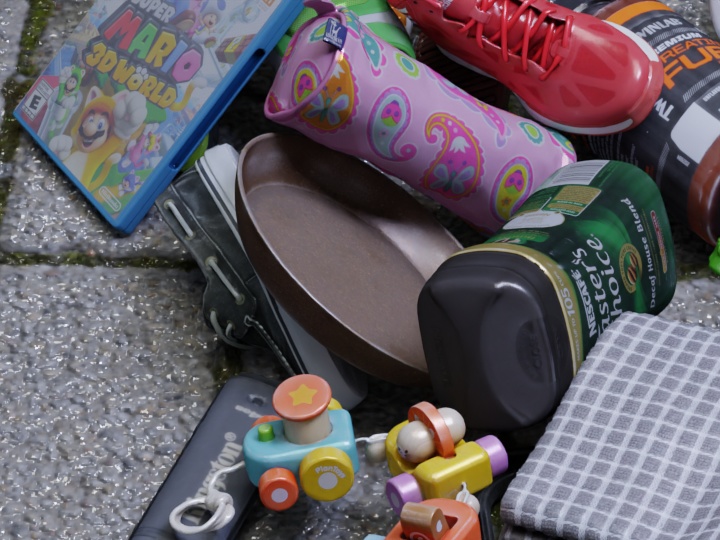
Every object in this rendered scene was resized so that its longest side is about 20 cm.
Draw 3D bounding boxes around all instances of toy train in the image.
[{"bbox_3d":[-0.004,0.113,1.541,0.199,0.056,0.150,12,35,32],"label":"toy train"}]

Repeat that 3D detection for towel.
[{"bbox_3d":[0.182,0.110,1.552,0.165,0.086,0.200,13,41,23],"label":"towel"}]

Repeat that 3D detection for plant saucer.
[{"bbox_3d":[0.000,0.000,1.692,0.200,0.035,0.201,31,28,-19],"label":"plant saucer"}]

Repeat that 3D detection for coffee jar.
[{"bbox_3d":[0.109,0.014,1.649,0.085,0.105,0.200,-2,21,31],"label":"coffee jar"}]

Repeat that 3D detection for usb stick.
[{"bbox_3d":[-0.090,0.133,1.612,0.055,0.033,0.200,15,44,15],"label":"usb stick"}]

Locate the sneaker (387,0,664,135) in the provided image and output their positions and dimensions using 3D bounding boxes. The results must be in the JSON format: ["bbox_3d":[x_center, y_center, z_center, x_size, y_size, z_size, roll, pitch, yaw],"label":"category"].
[{"bbox_3d":[0.087,-0.147,1.768,0.199,0.115,0.079,23,90,41],"label":"sneaker"}]

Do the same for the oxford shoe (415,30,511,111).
[{"bbox_3d":[0.081,-0.158,1.908,0.070,0.075,0.201,-12,59,23],"label":"oxford shoe"}]

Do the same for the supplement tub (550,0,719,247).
[{"bbox_3d":[0.194,-0.105,1.815,0.107,0.107,0.200,-27,48,-26],"label":"supplement tub"}]

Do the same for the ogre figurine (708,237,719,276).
[{"bbox_3d":[0.299,0.001,1.703,0.120,0.200,0.098,38,98,22],"label":"ogre figurine"}]

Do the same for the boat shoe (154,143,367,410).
[{"bbox_3d":[-0.061,0.016,1.721,0.071,0.072,0.200,-36,56,9],"label":"boat shoe"}]

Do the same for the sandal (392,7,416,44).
[{"bbox_3d":[0.004,-0.167,1.918,0.079,0.059,0.208,2,56,17],"label":"sandal"}]

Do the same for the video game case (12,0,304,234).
[{"bbox_3d":[-0.129,-0.141,1.834,0.200,0.018,0.143,-52,50,8],"label":"video game case"}]

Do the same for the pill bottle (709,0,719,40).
[{"bbox_3d":[0.301,-0.200,1.886,0.111,0.112,0.200,11,21,13],"label":"pill bottle"}]

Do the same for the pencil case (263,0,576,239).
[{"bbox_3d":[0.037,-0.090,1.749,0.199,0.087,0.088,29,34,-25],"label":"pencil case"}]

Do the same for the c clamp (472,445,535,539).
[{"bbox_3d":[0.122,0.156,1.591,0.199,0.027,0.171,-9,37,-6],"label":"c clamp"}]

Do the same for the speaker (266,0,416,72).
[{"bbox_3d":[-0.039,-0.182,1.850,0.088,0.089,0.200,-19,51,-19],"label":"speaker"}]

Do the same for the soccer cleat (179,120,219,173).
[{"bbox_3d":[-0.121,-0.145,1.899,0.081,0.067,0.201,19,40,-44],"label":"soccer cleat"}]
